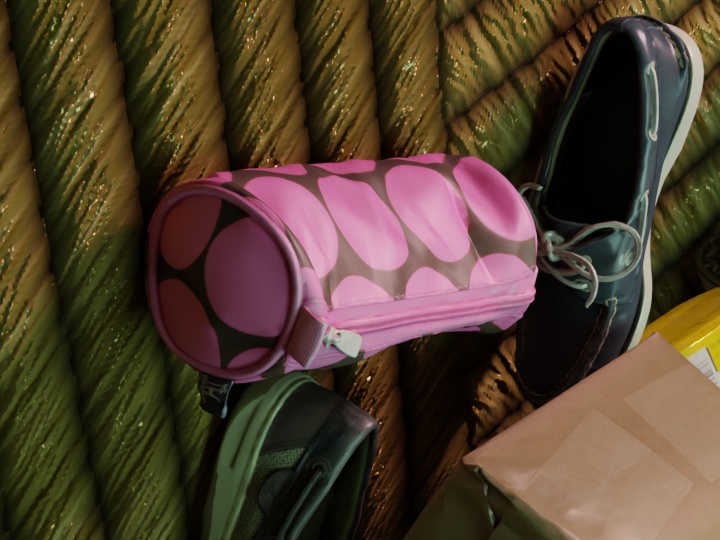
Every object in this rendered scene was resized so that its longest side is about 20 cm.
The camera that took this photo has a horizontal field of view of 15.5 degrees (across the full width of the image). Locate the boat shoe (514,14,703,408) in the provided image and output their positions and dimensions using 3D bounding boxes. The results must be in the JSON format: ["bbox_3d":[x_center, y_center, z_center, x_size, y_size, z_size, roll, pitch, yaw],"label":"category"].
[{"bbox_3d":[0.111,-0.025,1.270,0.062,0.075,0.200,2,111,-57],"label":"boat shoe"}]

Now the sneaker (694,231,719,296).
[{"bbox_3d":[0.259,0.063,1.439,0.067,0.200,0.090,-31,141,-24],"label":"sneaker"}]

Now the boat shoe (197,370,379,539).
[{"bbox_3d":[-0.037,0.144,1.161,0.072,0.066,0.201,-13,120,-54],"label":"boat shoe"}]

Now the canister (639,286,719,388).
[{"bbox_3d":[0.202,0.117,1.349,0.148,0.086,0.200,-29,97,-46],"label":"canister"}]

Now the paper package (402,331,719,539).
[{"bbox_3d":[0.088,0.147,1.218,0.200,0.103,0.191,-27,155,-54],"label":"paper package"}]

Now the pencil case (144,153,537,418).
[{"bbox_3d":[0.000,0.000,1.103,0.200,0.094,0.091,-13,120,-54],"label":"pencil case"}]
